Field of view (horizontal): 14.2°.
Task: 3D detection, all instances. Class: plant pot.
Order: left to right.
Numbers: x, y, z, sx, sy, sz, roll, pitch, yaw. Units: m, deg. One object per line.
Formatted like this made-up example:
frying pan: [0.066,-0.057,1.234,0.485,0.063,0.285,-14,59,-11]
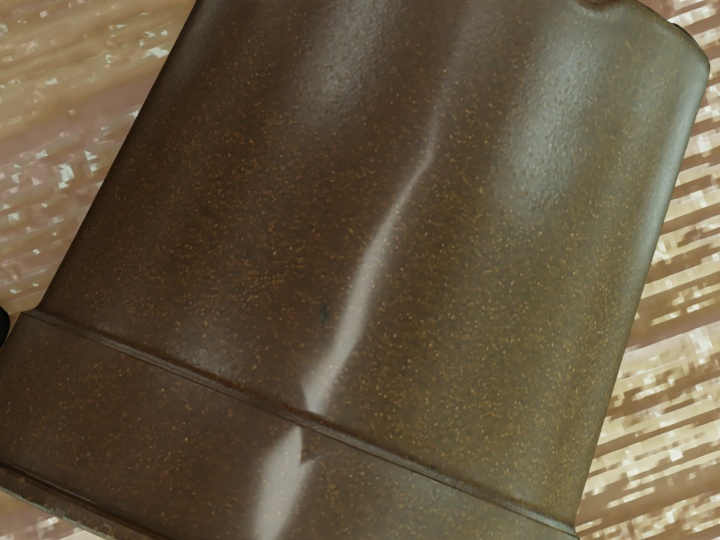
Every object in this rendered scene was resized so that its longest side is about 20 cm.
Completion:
plant pot: [0.000,0.000,0.865,0.200,0.200,0.198,22,87,-3]

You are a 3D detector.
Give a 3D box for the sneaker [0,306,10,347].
sneaker: [-0.169,-0.011,0.923,0.115,0.076,0.200,1,99,-13]
